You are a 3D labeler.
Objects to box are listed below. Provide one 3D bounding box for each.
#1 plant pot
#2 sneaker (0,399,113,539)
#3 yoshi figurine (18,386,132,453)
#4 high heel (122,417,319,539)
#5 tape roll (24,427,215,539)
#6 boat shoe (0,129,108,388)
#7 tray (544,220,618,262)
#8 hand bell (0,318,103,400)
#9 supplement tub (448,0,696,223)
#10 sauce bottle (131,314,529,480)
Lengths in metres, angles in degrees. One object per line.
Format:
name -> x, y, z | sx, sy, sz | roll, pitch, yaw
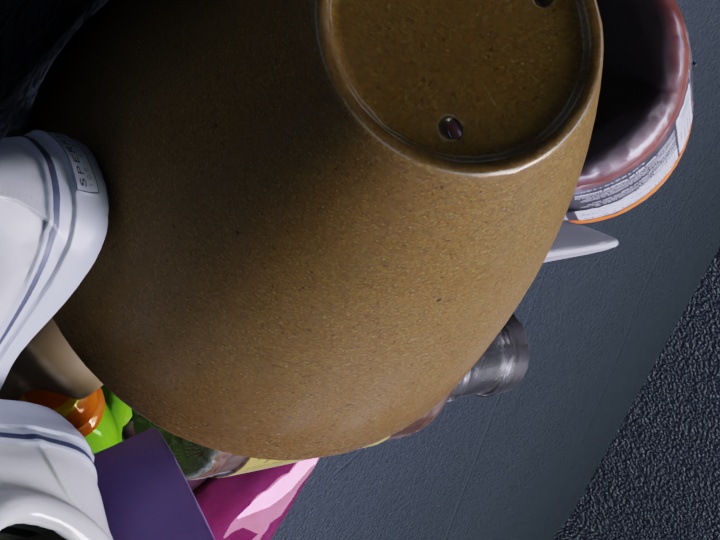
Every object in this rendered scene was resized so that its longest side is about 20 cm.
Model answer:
plant pot -> -0.002, -0.047, 0.911 | 0.187, 0.186, 0.200 | -52, -175, -22
sneaker -> -0.154, 0.076, 0.871 | 0.199, 0.071, 0.073 | 3, 131, -43
yoshi figurine -> -0.134, 0.084, 1.168 | 0.200, 0.112, 0.112 | 63, 25, -63
high heel -> -0.011, 0.063, 1.281 | 0.199, 0.096, 0.067 | -28, -164, -11
tape roll -> -0.072, 0.165, 1.015 | 0.085, 0.201, 0.200 | -24, 162, -8
boat shoe -> -0.158, 0.026, 0.938 | 0.067, 0.074, 0.200 | 1, 133, -40
tray -> 0.000, 0.000, 1.184 | 0.199, 0.022, 0.107 | -11, 177, 35
hand bell -> -0.146, 0.052, 1.036 | 0.200, 0.104, 0.104 | -44, 168, -1
supplement tub -> 0.089, -0.077, 1.192 | 0.107, 0.107, 0.200 | -56, 172, 0
sauce bottle -> -0.007, 0.045, 1.192 | 0.200, 0.065, 0.065 | -9, 135, -47
